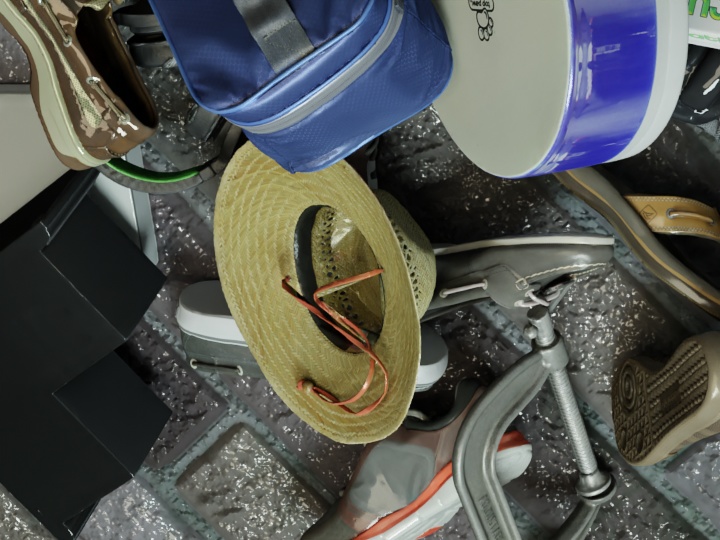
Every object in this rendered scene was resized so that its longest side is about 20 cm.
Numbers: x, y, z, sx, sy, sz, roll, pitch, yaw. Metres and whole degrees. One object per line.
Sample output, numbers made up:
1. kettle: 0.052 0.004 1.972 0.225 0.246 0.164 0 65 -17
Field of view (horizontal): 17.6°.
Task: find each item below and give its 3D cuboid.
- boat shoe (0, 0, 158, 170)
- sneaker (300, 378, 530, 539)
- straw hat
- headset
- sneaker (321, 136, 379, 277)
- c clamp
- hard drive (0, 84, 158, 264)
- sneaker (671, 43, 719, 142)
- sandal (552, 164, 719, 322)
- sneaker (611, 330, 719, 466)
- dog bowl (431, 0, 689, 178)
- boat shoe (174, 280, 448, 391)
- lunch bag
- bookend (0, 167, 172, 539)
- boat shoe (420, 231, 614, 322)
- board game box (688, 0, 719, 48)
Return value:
1. boat shoe: -0.181 -0.168 1.452 0.074 0.075 0.204 -15 107 27
2. sneaker: 0.028 0.137 1.586 0.199 0.077 0.082 -34 74 28
3. straw hat: 0.000 0.000 1.458 0.200 0.085 0.203 25 125 42
4. headset: -0.103 -0.130 1.490 0.199 0.094 0.124 -36 99 14
5. sneaker: -0.011 -0.065 1.510 0.081 0.077 0.201 23 129 -8
6. c clamp: 0.125 0.111 1.505 0.027 0.171 0.201 18 137 39
7. hard drive: -0.244 -0.064 1.617 0.198 0.026 0.133 2 115 21
8. sneaker: 0.233 -0.076 1.401 0.113 0.075 0.202 10 112 17
9. sandal: 0.188 -0.032 1.436 0.055 0.082 0.200 -46 77 9
10. sneaker: 0.216 0.082 1.447 0.075 0.200 0.071 0 80 -12
11. dog bowl: 0.103 -0.157 1.341 0.200 0.078 0.202 43 139 53
12. boat shoe: -0.033 0.054 1.572 0.198 0.069 0.057 13 121 23
13. lunch bag: -0.049 -0.174 1.352 0.135 0.132 0.201 -33 63 11
14. bookend: -0.194 0.057 1.594 0.200 0.092 0.199 -34 106 35
15. boat shoe: 0.084 0.008 1.474 0.199 0.067 0.058 -4 89 46
16. board game box: 0.267 -0.180 1.322 0.198 0.035 0.127 12 83 15
